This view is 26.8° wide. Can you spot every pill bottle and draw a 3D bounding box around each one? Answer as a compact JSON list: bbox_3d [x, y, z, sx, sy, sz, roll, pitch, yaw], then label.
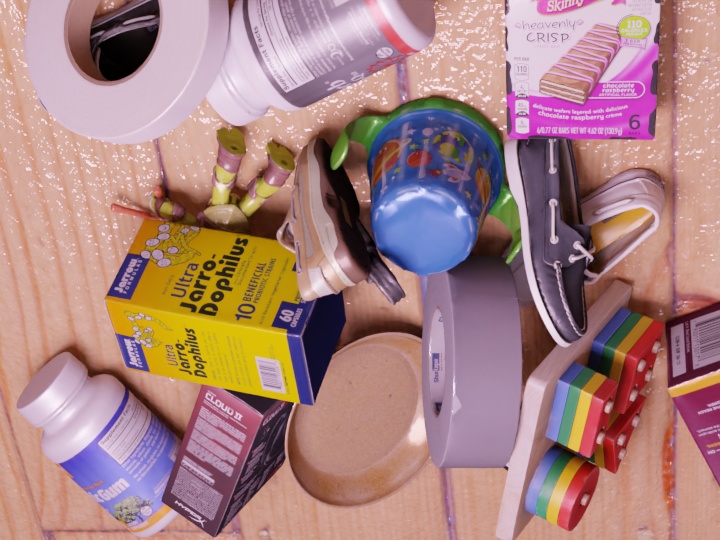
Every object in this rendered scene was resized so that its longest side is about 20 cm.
[{"bbox_3d":[-0.274,0.185,1.636,0.112,0.113,0.200,-33,113,28],"label":"pill bottle"},{"bbox_3d":[-0.043,-0.211,1.327,0.198,0.116,0.116,-23,117,24],"label":"pill bottle"}]

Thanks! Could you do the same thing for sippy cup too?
[{"bbox_3d":[0.064,-0.069,1.395,0.175,0.131,0.141,-2,124,11],"label":"sippy cup"}]

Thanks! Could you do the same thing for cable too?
[{"bbox_3d":[0.000,0.000,1.429,0.050,0.200,0.098,-30,121,0],"label":"cable"}]

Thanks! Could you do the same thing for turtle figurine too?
[{"bbox_3d":[-0.139,-0.059,1.477,0.198,0.065,0.162,24,124,-6],"label":"turtle figurine"}]

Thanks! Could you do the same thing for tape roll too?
[{"bbox_3d":[-0.209,-0.213,1.331,0.200,0.037,0.206,-2,86,26],"label":"tape roll"},{"bbox_3d":[0.103,0.087,1.444,0.065,0.201,0.202,0,125,-5],"label":"tape roll"}]

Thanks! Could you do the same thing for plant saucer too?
[{"bbox_3d":[0.004,0.149,1.561,0.198,0.035,0.203,-14,119,-26],"label":"plant saucer"}]

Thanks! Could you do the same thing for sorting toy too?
[{"bbox_3d":[0.219,0.146,1.462,0.069,0.200,0.201,24,128,22],"label":"sorting toy"}]

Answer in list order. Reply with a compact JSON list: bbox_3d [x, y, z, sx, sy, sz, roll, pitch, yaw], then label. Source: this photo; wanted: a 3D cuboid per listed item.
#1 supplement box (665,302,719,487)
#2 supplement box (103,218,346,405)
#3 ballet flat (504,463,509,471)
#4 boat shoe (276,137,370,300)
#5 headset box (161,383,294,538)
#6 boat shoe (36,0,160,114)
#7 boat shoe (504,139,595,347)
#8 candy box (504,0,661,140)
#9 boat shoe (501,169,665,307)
[{"bbox_3d":[0.378,0.143,1.493,0.085,0.111,0.201,-21,118,23],"label":"supplement box"},{"bbox_3d":[-0.126,0.038,1.441,0.197,0.110,0.110,9,141,15],"label":"supplement box"},{"bbox_3d":[0.168,0.187,1.589,0.199,0.072,0.072,33,123,-19],"label":"ballet flat"},{"bbox_3d":[-0.045,-0.048,1.382,0.076,0.201,0.072,-31,122,15],"label":"boat shoe"},{"bbox_3d":[-0.115,0.151,1.555,0.077,0.149,0.201,30,126,12],"label":"headset box"},{"bbox_3d":[-0.233,-0.197,1.397,0.199,0.071,0.072,-32,113,28],"label":"boat shoe"},{"bbox_3d":[0.182,-0.034,1.379,0.060,0.075,0.203,-17,81,25],"label":"boat shoe"},{"bbox_3d":[0.194,-0.214,1.316,0.134,0.061,0.202,1,123,10],"label":"candy box"},{"bbox_3d":[0.206,-0.017,1.440,0.199,0.070,0.071,-34,113,27],"label":"boat shoe"}]
